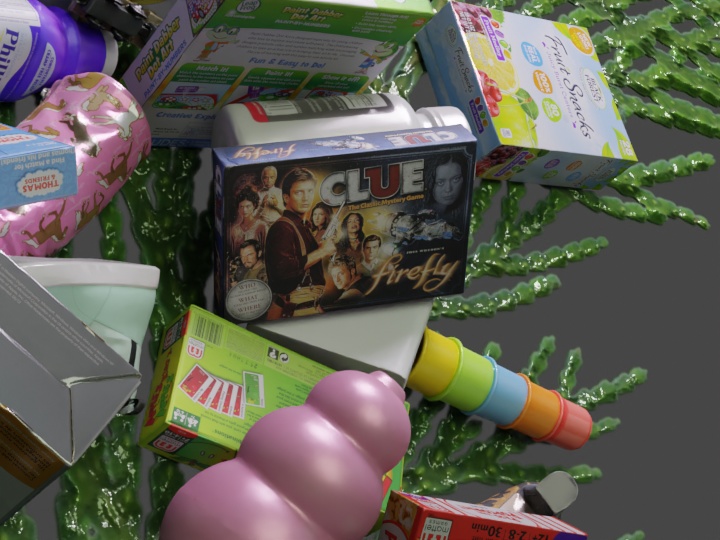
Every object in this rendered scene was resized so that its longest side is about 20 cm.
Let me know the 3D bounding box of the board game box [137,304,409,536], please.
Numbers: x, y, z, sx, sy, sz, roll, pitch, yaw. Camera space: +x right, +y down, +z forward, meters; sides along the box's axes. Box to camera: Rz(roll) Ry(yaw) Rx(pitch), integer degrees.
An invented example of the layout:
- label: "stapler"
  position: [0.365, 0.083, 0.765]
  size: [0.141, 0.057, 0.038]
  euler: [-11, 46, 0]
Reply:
- label: "board game box"
  position: [-0.060, 0.115, 1.034]
  size: [0.199, 0.048, 0.102]
  euler: [26, 50, -23]

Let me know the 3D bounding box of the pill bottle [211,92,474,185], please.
- label: "pill bottle"
  position: [-0.013, -0.086, 1.114]
  size: [0.199, 0.111, 0.111]
  euler: [-6, 66, -19]

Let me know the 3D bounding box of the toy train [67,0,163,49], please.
- label: "toy train"
  position: [-0.162, -0.188, 1.110]
  size: [0.046, 0.034, 0.200]
  euler: [44, 12, 32]

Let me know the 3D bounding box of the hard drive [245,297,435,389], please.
- label: "hard drive"
  position: [0.000, 0.000, 1.135]
  size: [0.131, 0.027, 0.200]
  euler: [18, 48, 4]

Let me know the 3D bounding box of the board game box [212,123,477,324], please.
- label: "board game box"
  position: [-0.013, -0.036, 1.053]
  size: [0.199, 0.136, 0.035]
  euler: [-8, 30, -18]

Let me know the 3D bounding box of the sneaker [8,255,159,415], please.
- label: "sneaker"
  position: [-0.207, 0.051, 0.897]
  size: [0.200, 0.073, 0.119]
  euler: [4, 92, -57]

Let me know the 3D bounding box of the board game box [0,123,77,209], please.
- label: "board game box"
  position: [-0.295, -0.068, 0.865]
  size: [0.151, 0.200, 0.037]
  euler: [-15, 113, -39]

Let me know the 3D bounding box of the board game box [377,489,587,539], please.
- label: "board game box"
  position: [0.065, 0.265, 0.965]
  size: [0.151, 0.046, 0.201]
  euler: [14, 92, -32]

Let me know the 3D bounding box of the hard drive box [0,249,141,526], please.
- label: "hard drive box"
  position: [-0.245, 0.074, 0.802]
  size: [0.156, 0.200, 0.077]
  euler: [43, 45, -8]

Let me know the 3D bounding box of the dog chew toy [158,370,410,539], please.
- label: "dog chew toy"
  position: [-0.043, 0.150, 0.933]
  size: [0.124, 0.124, 0.200]
  euler: [43, 78, -9]

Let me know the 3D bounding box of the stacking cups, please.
- label: "stacking cups"
  position: [0.111, 0.104, 1.181]
  size: [0.199, 0.060, 0.061]
  euler: [27, 49, -30]

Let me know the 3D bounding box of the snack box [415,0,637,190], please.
- label: "snack box"
  position: [0.168, -0.174, 1.389]
  size: [0.199, 0.068, 0.169]
  euler: [2, 62, -40]

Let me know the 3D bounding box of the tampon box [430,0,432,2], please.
- label: "tampon box"
  position: [-0.032, -0.318, 1.196]
  size: [0.200, 0.149, 0.127]
  euler: [62, 14, -65]

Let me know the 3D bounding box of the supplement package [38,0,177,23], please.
- label: "supplement package"
  position: [-0.217, -0.266, 1.102]
  size: [0.199, 0.114, 0.110]
  euler: [-7, 67, -41]

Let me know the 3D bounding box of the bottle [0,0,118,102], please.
- label: "bottle"
  position: [-0.267, -0.166, 1.019]
  size: [0.065, 0.084, 0.200]
  euler: [47, 27, 24]

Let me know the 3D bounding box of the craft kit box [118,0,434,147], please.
- label: "craft kit box"
  position: [-0.075, -0.167, 1.095]
  size: [0.199, 0.197, 0.049]
  euler: [-3, 65, -40]

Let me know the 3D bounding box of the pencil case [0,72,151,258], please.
- label: "pencil case"
  position: [-0.233, -0.062, 0.984]
  size: [0.200, 0.086, 0.083]
  euler: [-56, 145, -44]

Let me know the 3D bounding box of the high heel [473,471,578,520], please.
- label: "high heel"
  position: [0.075, 0.224, 1.080]
  size: [0.199, 0.143, 0.072]
  euler: [-26, 74, -10]
